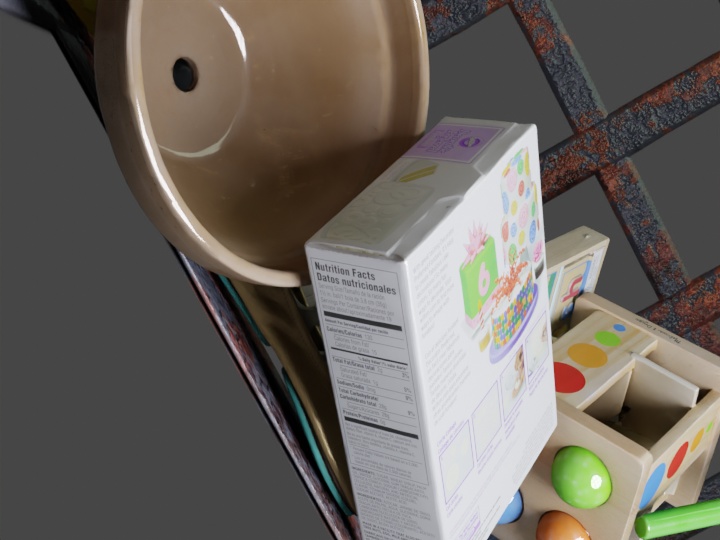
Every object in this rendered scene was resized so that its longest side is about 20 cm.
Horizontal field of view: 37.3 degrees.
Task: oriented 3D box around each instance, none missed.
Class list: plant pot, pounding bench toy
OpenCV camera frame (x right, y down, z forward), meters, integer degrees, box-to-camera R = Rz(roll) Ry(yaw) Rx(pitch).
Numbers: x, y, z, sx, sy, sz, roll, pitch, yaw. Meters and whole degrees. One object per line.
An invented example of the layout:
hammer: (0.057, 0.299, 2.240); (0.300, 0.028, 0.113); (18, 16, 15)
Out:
plant pot: (-0.060, -0.096, 0.517); (0.092, 0.202, 0.202); (4, -44, 40)
pounding bench toy: (0.181, 0.134, 0.708); (0.199, 0.155, 0.126); (29, -52, 32)

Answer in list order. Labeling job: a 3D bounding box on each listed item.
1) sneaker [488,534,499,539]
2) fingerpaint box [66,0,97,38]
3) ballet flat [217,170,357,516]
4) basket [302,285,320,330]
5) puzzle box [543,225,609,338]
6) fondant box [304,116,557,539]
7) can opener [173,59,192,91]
sneaker: (0.112, 0.188, 0.872); (0.203, 0.144, 0.078); (-105, -157, -63)
fingerpaint box: (-0.165, -0.234, 0.551); (0.168, 0.073, 0.201); (61, 1, 39)
ballet flat: (-0.025, 0.037, 0.582); (0.202, 0.062, 0.069); (62, 0, -4)
basket: (0.000, 0.000, 0.825); (0.125, 0.134, 0.200); (63, 2, 6)
puzzle box: (0.117, 0.075, 0.784); (0.025, 0.132, 0.203); (29, -57, 32)
fondant box: (0.047, 0.041, 0.562); (0.144, 0.058, 0.202); (-44, 135, -45)
can opener: (-0.064, -0.123, 0.789); (0.198, 0.067, 0.053); (20, 16, -35)
